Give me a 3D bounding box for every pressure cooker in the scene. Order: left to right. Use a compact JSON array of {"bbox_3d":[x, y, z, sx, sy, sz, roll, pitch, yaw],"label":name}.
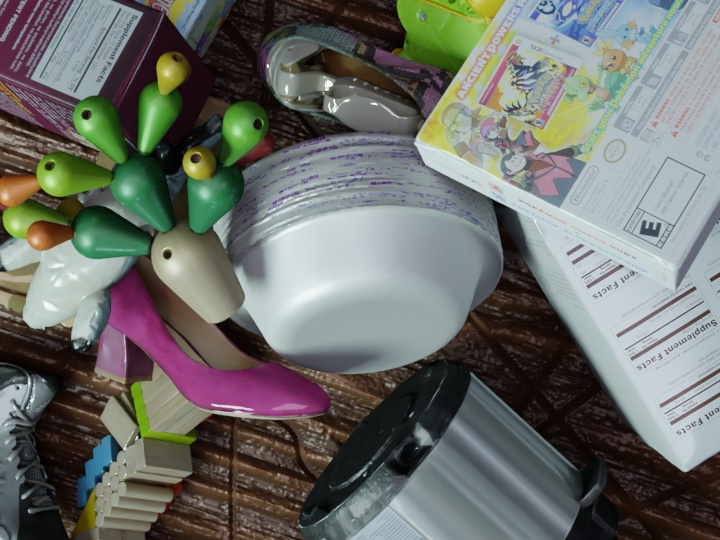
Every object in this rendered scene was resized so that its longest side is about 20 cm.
[{"bbox_3d":[0.076,0.188,0.892,0.200,0.176,0.179,42,64,-5],"label":"pressure cooker"}]

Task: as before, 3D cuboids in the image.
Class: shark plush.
[{"bbox_3d":[-0.174,-0.039,0.860,0.091,0.083,0.200,33,96,2],"label":"shark plush"}]

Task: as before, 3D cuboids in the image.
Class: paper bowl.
[{"bbox_3d":[0.000,0.000,0.861,0.200,0.201,0.105,-8,60,1],"label":"paper bowl"}]

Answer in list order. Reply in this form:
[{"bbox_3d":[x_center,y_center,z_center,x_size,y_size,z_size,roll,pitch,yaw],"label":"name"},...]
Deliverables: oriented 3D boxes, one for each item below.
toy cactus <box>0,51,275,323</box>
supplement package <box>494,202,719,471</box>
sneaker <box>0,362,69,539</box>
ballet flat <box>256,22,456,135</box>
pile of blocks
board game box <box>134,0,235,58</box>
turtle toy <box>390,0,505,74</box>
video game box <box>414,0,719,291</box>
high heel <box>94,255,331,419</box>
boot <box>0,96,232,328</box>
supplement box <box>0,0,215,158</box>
[{"bbox_3d":[-0.129,-0.041,0.771,0.199,0.102,0.165,-24,119,15],"label":"toy cactus"},{"bbox_3d":[0.214,0.002,0.874,0.147,0.191,0.200,-32,94,1],"label":"supplement package"},{"bbox_3d":[-0.254,0.137,0.933,0.115,0.075,0.200,-44,79,-3],"label":"sneaker"},{"bbox_3d":[-0.012,-0.130,0.881,0.200,0.071,0.069,23,122,30],"label":"ballet flat"},{"bbox_3d":[-0.165,0.147,0.960,0.062,0.082,0.200,19,107,-44],"label":"pile of blocks"},{"bbox_3d":[-0.183,-0.254,0.901,0.200,0.105,0.103,30,93,-1],"label":"board game box"},{"bbox_3d":[0.088,-0.166,0.902,0.146,0.101,0.200,-39,82,42],"label":"turtle toy"},{"bbox_3d":[0.162,-0.114,0.765,0.182,0.047,0.200,30,79,19],"label":"video game box"},{"bbox_3d":[-0.105,0.043,0.860,0.199,0.067,0.097,11,96,24],"label":"high heel"},{"bbox_3d":[-0.201,-0.059,0.938,0.175,0.066,0.201,20,94,-13],"label":"boot"},{"bbox_3d":[-0.218,-0.153,0.871,0.199,0.110,0.086,23,80,17],"label":"supplement box"}]
